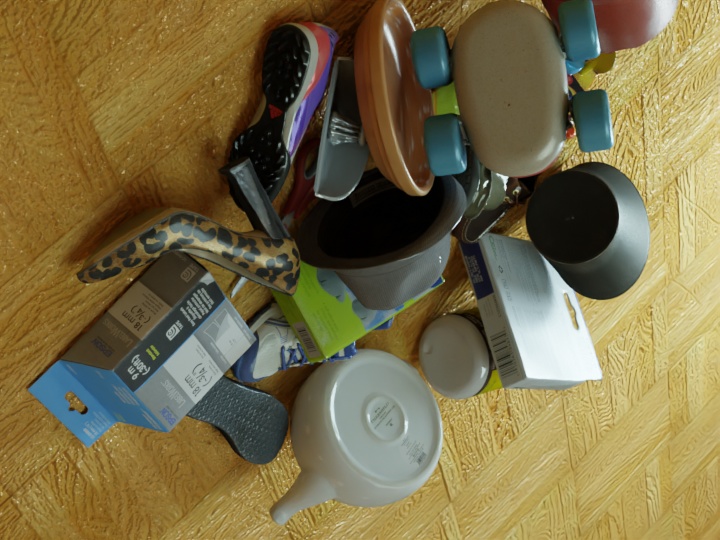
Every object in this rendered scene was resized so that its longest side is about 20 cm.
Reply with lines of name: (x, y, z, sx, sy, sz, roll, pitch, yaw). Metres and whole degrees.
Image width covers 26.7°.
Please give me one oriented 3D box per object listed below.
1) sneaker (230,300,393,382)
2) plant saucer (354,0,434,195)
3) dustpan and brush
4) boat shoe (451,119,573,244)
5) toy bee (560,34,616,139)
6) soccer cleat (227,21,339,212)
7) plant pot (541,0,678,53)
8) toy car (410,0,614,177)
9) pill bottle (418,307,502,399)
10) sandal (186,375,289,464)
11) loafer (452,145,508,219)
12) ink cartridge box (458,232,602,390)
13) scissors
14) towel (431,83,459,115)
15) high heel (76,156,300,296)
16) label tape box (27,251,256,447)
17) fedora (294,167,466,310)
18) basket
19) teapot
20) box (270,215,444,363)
sneaker: (-0.050, 0.069, 1.673, 0.200, 0.088, 0.075, -35, 146, -25)
plant saucer: (0.033, -0.171, 1.505, 0.200, 0.037, 0.201, -7, 90, -74)
dustpan and brush: (-0.002, -0.140, 1.543, 0.200, 0.057, 0.140, -48, 148, -85)
boat shoe: (0.178, -0.113, 1.813, 0.070, 0.070, 0.200, 15, 109, -57)
toy bee: (0.225, -0.206, 1.729, 0.200, 0.109, 0.131, -34, -177, -27)
soccer cleat: (-0.071, -0.145, 1.463, 0.073, 0.068, 0.200, -19, 134, -53)
plant pot: (0.256, -0.337, 1.600, 0.201, 0.201, 0.195, -50, 157, -5)
toy car: (0.163, -0.178, 1.575, 0.200, 0.184, 0.177, 12, 69, -79)
pill bottle: (0.175, 0.098, 1.973, 0.200, 0.109, 0.109, -11, 129, -48)
sandal: (-0.143, 0.153, 1.684, 0.076, 0.043, 0.200, -56, 139, -10)
loafer: (0.134, -0.103, 1.672, 0.075, 0.070, 0.200, -60, -175, 21)
ink cartridge box: (0.217, 0.054, 1.920, 0.041, 0.200, 0.200, -27, 159, 33)
scissors: (-0.072, -0.054, 1.593, 0.073, 0.014, 0.200, 7, 113, -57)
towel: (0.105, -0.183, 1.699, 0.200, 0.018, 0.086, -38, 146, -24)
high heel: (-0.154, 0.001, 1.422, 0.200, 0.071, 0.143, -32, 109, -16)
label tape box: (-0.211, 0.092, 1.506, 0.200, 0.063, 0.144, -47, 147, -12)
fedora: (0.029, -0.026, 1.564, 0.200, 0.176, 0.090, -68, 146, -49)
basket: (0.276, -0.058, 1.864, 0.200, 0.136, 0.181, 13, 68, -72)
teapot: (-0.008, 0.193, 1.797, 0.200, 0.198, 0.146, 6, 156, -33)
box: (0.000, 0.000, 1.648, 0.200, 0.122, 0.048, -32, -172, -30)
